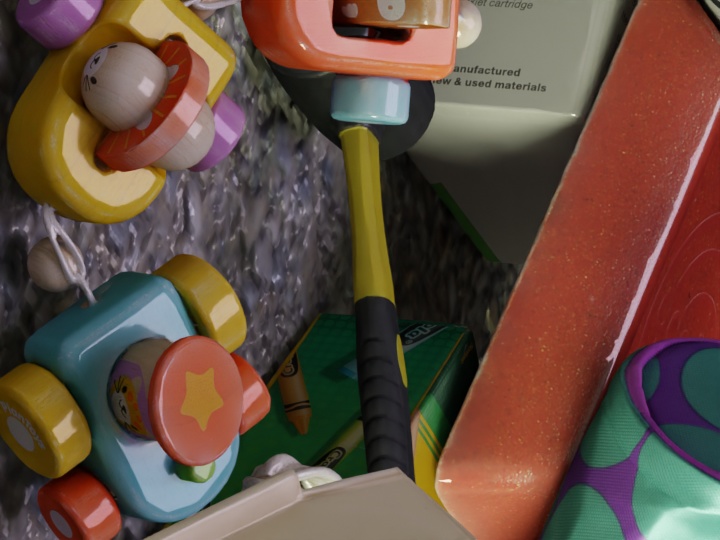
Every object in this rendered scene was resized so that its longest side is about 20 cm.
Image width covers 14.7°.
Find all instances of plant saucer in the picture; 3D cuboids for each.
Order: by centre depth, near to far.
[{"bbox_3d":[0.104,0.030,0.971,0.201,0.037,0.200,-66,153,-20],"label":"plant saucer"}]

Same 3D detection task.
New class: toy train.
[{"bbox_3d":[-0.024,-0.015,0.753,0.150,0.056,0.201,9,88,-36],"label":"toy train"}]

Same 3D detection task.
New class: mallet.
[{"bbox_3d":[0.000,0.000,0.837,0.066,0.041,0.201,54,27,-50],"label":"mallet"}]

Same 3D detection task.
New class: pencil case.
[{"bbox_3d":[0.087,0.125,0.877,0.085,0.092,0.200,-94,-155,-63],"label":"pencil case"}]

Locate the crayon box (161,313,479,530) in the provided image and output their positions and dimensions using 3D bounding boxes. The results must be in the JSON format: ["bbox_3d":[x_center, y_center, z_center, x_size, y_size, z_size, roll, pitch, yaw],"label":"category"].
[{"bbox_3d":[-0.017,0.116,0.863,0.200,0.058,0.119,-55,143,-50],"label":"crayon box"}]

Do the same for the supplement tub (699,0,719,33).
[{"bbox_3d":[0.179,-0.120,0.954,0.200,0.140,0.141,52,48,-58],"label":"supplement tub"}]

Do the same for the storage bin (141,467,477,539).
[{"bbox_3d":[-0.052,0.167,0.596,0.198,0.094,0.201,-23,138,-34],"label":"storage bin"}]

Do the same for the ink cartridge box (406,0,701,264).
[{"bbox_3d":[0.084,-0.117,1.019,0.146,0.084,0.201,49,51,-59],"label":"ink cartridge box"}]
